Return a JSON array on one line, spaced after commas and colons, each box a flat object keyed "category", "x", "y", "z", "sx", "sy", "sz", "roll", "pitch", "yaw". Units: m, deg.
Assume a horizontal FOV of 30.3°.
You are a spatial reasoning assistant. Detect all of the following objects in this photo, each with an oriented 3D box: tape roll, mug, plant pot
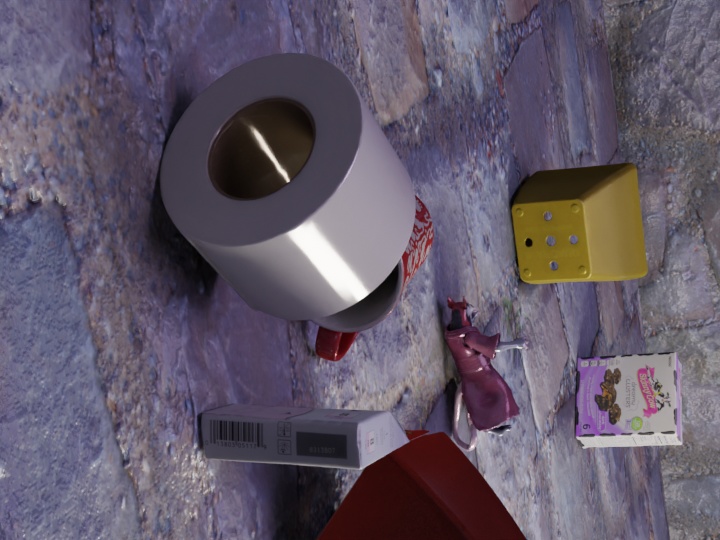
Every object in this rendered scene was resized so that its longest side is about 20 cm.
[{"category": "tape roll", "x": -0.064, "y": -0.075, "z": 1.209, "sx": 0.139, "sy": 0.200, "sz": 0.205, "roll": 51, "pitch": 40, "yaw": -53}, {"category": "mug", "x": -0.006, "y": -0.010, "z": 1.487, "sx": 0.133, "sy": 0.178, "sz": 0.200, "roll": 46, "pitch": 22, "yaw": 1}, {"category": "plant pot", "x": 0.068, "y": 0.305, "z": 1.373, "sx": 0.201, "sy": 0.176, "sz": 0.199, "roll": -57, "pitch": 160, "yaw": 10}, {"category": "plant pot", "x": 0.364, "y": -0.068, "z": 2.298, "sx": 0.176, "sy": 0.198, "sz": 0.203, "roll": -20, "pitch": 104, "yaw": -56}]

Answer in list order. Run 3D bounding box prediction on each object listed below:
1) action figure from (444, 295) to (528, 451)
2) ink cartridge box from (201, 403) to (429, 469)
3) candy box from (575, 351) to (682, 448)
[{"category": "action figure", "x": 0.154, "y": 0.130, "z": 1.886, "sx": 0.148, "sy": 0.134, "sz": 0.202, "roll": -29, "pitch": 104, "yaw": -20}, {"category": "ink cartridge box", "x": -0.038, "y": 0.147, "z": 1.279, "sx": 0.200, "sy": 0.160, "sz": 0.058, "roll": -18, "pitch": 107, "yaw": -67}, {"category": "candy box", "x": 0.526, "y": 0.254, "z": 2.599, "sx": 0.072, "sy": 0.197, "sz": 0.170, "roll": 49, "pitch": 41, "yaw": -55}]
